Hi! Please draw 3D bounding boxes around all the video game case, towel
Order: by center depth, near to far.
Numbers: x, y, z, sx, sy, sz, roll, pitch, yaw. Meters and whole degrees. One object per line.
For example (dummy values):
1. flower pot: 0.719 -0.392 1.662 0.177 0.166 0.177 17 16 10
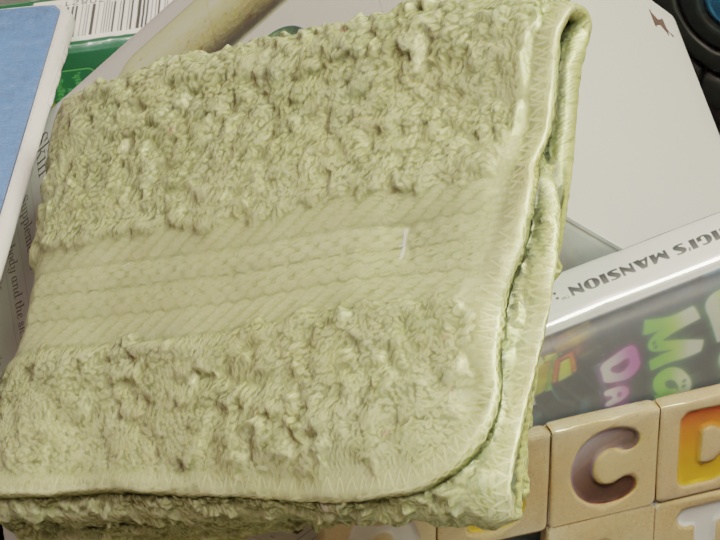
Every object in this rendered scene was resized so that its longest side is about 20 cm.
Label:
1. towel: -0.025 0.001 0.725 0.199 0.036 0.149 -8 66 42
2. video game case: 0.097 0.067 0.799 0.181 0.201 0.023 -21 44 -9

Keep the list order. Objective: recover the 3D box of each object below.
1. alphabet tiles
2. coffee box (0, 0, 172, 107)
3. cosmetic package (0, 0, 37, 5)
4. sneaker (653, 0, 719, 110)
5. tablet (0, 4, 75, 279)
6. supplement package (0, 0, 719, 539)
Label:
1. alphabet tiles: 0.083 0.108 0.788 0.199 0.168 0.008 -11 32 -17
2. coffee box: -0.142 -0.032 0.959 0.199 0.123 0.044 -8 34 4
3. cosmetic package: -0.157 -0.163 1.099 0.101 0.074 0.201 0 53 7
4. sneaker: 0.161 -0.086 0.958 0.200 0.073 0.082 51 56 -7
5. tablet: -0.163 -0.026 0.835 0.129 0.014 0.200 -5 34 7
6. supplement package: 0.000 0.000 0.842 0.200 0.150 0.152 -38 46 26
